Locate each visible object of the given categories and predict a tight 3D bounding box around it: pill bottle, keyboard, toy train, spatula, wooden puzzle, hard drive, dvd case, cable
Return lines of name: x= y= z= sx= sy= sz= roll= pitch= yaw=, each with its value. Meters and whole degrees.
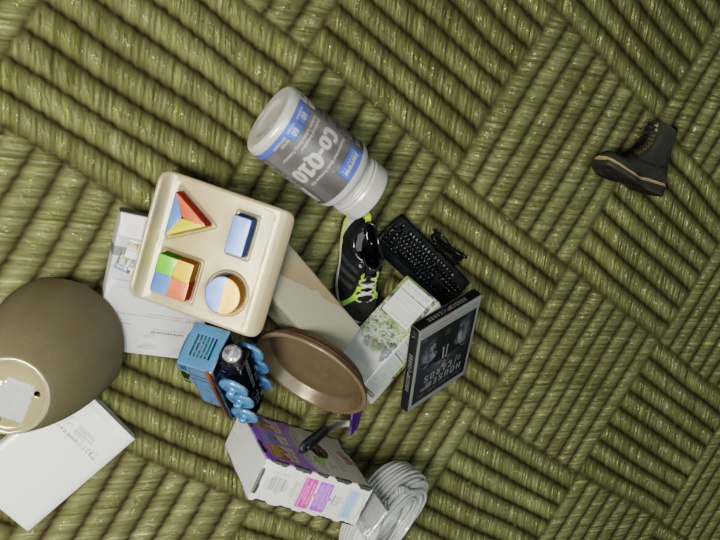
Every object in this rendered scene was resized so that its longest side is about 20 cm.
pill bottle: x=-0.060 y=-0.170 z=1.043 sx=0.199 sy=0.114 sz=0.115 roll=34 pitch=89 yaw=-28
keyboard: x=-0.008 y=0.373 z=1.166 sx=0.056 sy=0.200 sz=0.011 roll=-47 pitch=113 yaw=-5
keyboard: x=0.121 y=-0.019 z=1.209 sx=0.200 sy=0.040 sz=0.105 roll=41 pitch=86 yaw=-28
toy train: x=-0.200 y=0.158 z=1.045 sx=0.112 sy=0.201 sz=0.088 roll=16 pitch=60 yaw=10
spatula: x=-0.044 y=0.263 z=1.161 sx=0.199 sy=0.020 sz=0.058 roll=-15 pitch=113 yaw=-56
wooden puzzle: x=-0.210 y=-0.021 z=0.972 sx=0.197 sy=0.046 sz=0.188 roll=18 pitch=97 yaw=-1
hard drive: x=-0.456 y=0.272 z=1.034 sx=0.199 sy=0.026 sz=0.133 roll=-40 pitch=116 yaw=-9
dvd case: x=0.137 y=0.140 z=1.206 sx=0.149 sy=0.025 sz=0.202 roll=-27 pitch=138 yaw=-31
cable: x=0.040 y=0.433 z=1.235 sx=0.199 sy=0.069 sz=0.202 roll=10 pitch=111 yaw=-59

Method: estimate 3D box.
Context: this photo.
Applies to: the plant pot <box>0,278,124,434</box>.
plant pot: x=-0.414 y=0.125 z=0.892 sx=0.184 sy=0.200 sz=0.191 roll=-2 pitch=102 yaw=-9

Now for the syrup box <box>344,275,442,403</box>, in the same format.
syrup box: x=0.049 y=0.117 z=1.176 sx=0.200 sy=0.079 sz=0.082 roll=-48 pitch=149 yaw=-5

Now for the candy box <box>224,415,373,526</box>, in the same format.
candy box: x=-0.102 y=0.317 z=1.127 sx=0.198 sy=0.167 sz=0.072 roll=25 pitch=94 yaw=-27

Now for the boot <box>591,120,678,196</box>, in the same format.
boot: x=0.522 y=-0.232 z=1.321 sx=0.198 sy=0.077 sz=0.141 roll=13 pitch=95 yaw=-40

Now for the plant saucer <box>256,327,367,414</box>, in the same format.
plant saucer: x=-0.074 y=0.156 z=1.097 sx=0.201 sy=0.198 sz=0.030 roll=51 pitch=52 yaw=-26

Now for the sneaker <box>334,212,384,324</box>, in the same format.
sneaker: x=0.000 y=0.000 z=1.133 sx=0.071 sy=0.083 sz=0.204 roll=-11 pitch=110 yaw=-20

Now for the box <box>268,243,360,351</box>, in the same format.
box: x=-0.100 y=0.049 z=1.091 sx=0.078 sy=0.094 sz=0.201 roll=-50 pitch=120 yaw=-21

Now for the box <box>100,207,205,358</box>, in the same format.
box: x=-0.298 y=0.024 z=1.030 sx=0.153 sy=0.041 sz=0.204 roll=10 pitch=98 yaw=-25
